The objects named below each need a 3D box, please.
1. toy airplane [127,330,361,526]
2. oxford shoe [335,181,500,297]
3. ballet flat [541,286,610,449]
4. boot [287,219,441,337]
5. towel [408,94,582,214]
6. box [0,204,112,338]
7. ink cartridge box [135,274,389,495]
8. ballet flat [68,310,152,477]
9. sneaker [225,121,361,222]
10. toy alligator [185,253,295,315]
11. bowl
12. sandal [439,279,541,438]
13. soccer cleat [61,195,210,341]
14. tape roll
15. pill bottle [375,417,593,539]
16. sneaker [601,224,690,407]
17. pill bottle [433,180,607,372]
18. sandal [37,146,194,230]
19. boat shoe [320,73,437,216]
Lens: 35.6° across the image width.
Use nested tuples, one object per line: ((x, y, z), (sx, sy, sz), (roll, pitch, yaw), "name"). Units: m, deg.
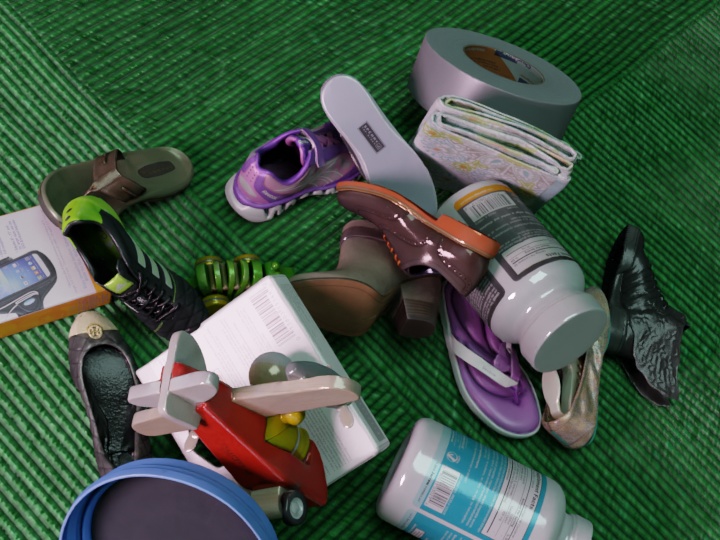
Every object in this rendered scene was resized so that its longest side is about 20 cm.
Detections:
((-0.106, 0.121, 1.001), (0.200, 0.199, 0.141), (21, 48, 5), "toy airplane")
((0.045, -0.038, 1.176), (0.200, 0.071, 0.073), (27, 93, 32), "oxford shoe")
((0.232, 0.094, 1.232), (0.067, 0.068, 0.200), (27, 54, -26), "ballet flat")
((0.000, 0.000, 1.209), (0.200, 0.070, 0.146), (18, 36, -27), "boot")
((0.141, -0.124, 1.261), (0.171, 0.200, 0.048), (22, 75, -3), "towel")
((-0.368, 0.007, 1.143), (0.200, 0.041, 0.119), (-19, 68, -22), "box")
((-0.098, 0.133, 1.101), (0.176, 0.045, 0.200), (-34, 81, 14), "ink cartridge box")
((-0.240, 0.125, 1.100), (0.066, 0.057, 0.200), (-12, 65, -22), "ballet flat")
((-0.058, -0.129, 1.274), (0.200, 0.089, 0.081), (-30, 71, -28), "sneaker")
((-0.110, 0.009, 1.201), (0.200, 0.054, 0.059), (-3, 63, -16), "toy alligator")
((-0.162, 0.252, 0.980), (0.200, 0.201, 0.039), (26, 27, 0), "bowl")
((0.137, 0.089, 1.224), (0.082, 0.050, 0.203), (-15, 64, -22), "sandal")
((-0.226, 0.012, 1.121), (0.200, 0.067, 0.081), (49, 15, -20), "soccer cleat")
((0.159, -0.218, 1.341), (0.200, 0.066, 0.200), (17, 28, -9), "tape roll")
((0.124, 0.235, 1.105), (0.200, 0.111, 0.111), (27, 58, 0), "pill bottle")
((0.331, 0.049, 1.297), (0.104, 0.060, 0.200), (19, 64, -3), "sneaker")
((0.166, 0.006, 1.202), (0.116, 0.116, 0.200), (-19, 54, -24), "pill bottle")
((-0.258, -0.101, 1.197), (0.201, 0.057, 0.080), (-31, 79, -44), "sandal")
((0.020, -0.131, 1.262), (0.070, 0.066, 0.200), (-36, 96, 7), "boat shoe")
